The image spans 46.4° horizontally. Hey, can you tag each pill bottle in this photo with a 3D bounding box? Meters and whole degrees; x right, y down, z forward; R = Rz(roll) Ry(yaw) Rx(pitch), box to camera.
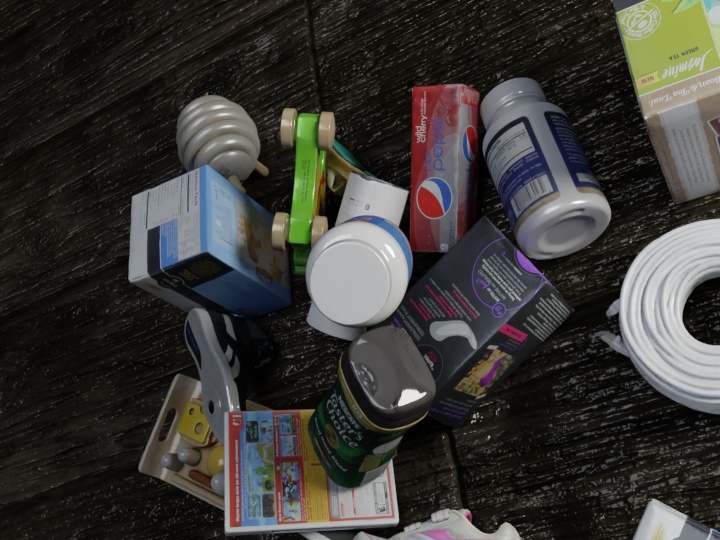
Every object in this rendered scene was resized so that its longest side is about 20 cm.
[{"bbox_3d":[0.208,-0.125,0.989,0.110,0.111,0.203,-26,58,19],"label":"pill bottle"},{"bbox_3d":[0.000,0.000,0.919,0.110,0.200,0.114,1,97,5],"label":"pill bottle"}]

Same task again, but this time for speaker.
[{"bbox_3d":[-0.005,-0.017,1.058,0.080,0.081,0.203,22,99,35],"label":"speaker"}]

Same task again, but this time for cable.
[{"bbox_3d":[0.363,0.042,0.851,0.200,0.069,0.200,-48,54,5],"label":"cable"}]

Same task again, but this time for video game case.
[{"bbox_3d":[-0.060,0.230,0.978,0.196,0.018,0.145,0,56,-10],"label":"video game case"}]

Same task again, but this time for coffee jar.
[{"bbox_3d":[0.009,0.149,0.907,0.105,0.084,0.201,59,148,25],"label":"coffee jar"}]

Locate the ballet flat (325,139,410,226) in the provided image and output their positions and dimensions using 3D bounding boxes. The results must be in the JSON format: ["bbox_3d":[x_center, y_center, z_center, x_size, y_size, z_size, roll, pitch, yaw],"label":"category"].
[{"bbox_3d":[-0.010,-0.118,1.145,0.063,0.068,0.200,-52,53,7],"label":"ballet flat"}]

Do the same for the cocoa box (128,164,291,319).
[{"bbox_3d":[-0.198,-0.025,1.136,0.129,0.200,0.135,-19,61,22],"label":"cocoa box"}]

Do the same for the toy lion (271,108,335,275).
[{"bbox_3d":[-0.066,-0.094,1.090,0.067,0.192,0.204,4,91,3],"label":"toy lion"}]

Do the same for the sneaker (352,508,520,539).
[{"bbox_3d":[0.087,0.301,0.904,0.196,0.082,0.090,5,66,16],"label":"sneaker"}]

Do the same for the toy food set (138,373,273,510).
[{"bbox_3d":[-0.201,0.231,1.118,0.198,0.060,0.146,14,78,34],"label":"toy food set"}]

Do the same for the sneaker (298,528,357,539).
[{"bbox_3d":[-0.043,0.272,1.002,0.198,0.071,0.100,25,72,28],"label":"sneaker"}]

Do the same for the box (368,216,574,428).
[{"bbox_3d":[0.124,0.062,0.964,0.200,0.106,0.123,-45,53,8],"label":"box"}]

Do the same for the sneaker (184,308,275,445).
[{"bbox_3d":[-0.152,0.132,1.097,0.073,0.110,0.202,-52,47,36],"label":"sneaker"}]

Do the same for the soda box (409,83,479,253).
[{"bbox_3d":[0.104,-0.124,1.038,0.069,0.063,0.204,4,94,32],"label":"soda box"}]

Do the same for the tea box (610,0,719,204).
[{"bbox_3d":[0.356,-0.212,0.881,0.132,0.200,0.200,-18,61,23],"label":"tea box"}]

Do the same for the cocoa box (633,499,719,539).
[{"bbox_3d":[0.285,0.329,0.730,0.130,0.133,0.202,21,82,35],"label":"cocoa box"}]

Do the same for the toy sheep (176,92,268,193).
[{"bbox_3d":[-0.208,-0.184,1.251,0.137,0.138,0.201,-40,55,10],"label":"toy sheep"}]
